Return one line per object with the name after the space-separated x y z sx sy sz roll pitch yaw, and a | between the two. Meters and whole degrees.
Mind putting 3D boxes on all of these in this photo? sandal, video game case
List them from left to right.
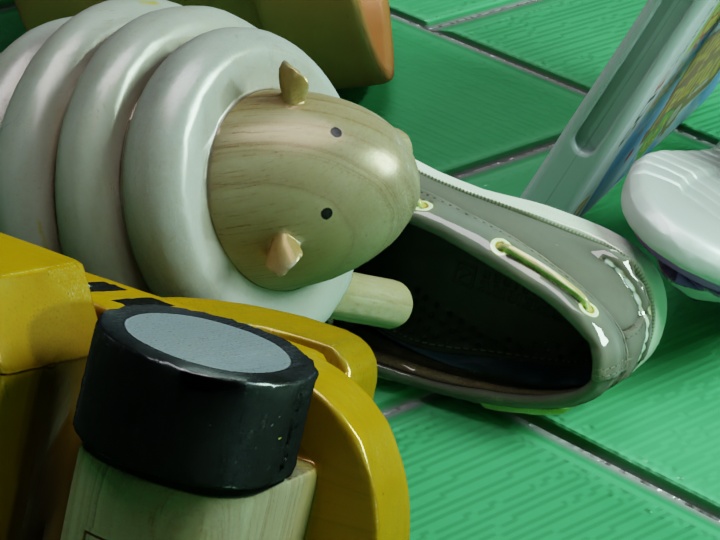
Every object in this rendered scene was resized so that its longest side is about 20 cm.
0.140 -0.109 1.106 0.022 0.183 0.200 37 32 8 | video game case
0.139 -0.007 1.036 0.082 0.050 0.202 32 18 15 | sandal

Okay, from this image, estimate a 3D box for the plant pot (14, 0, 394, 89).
-0.073 -0.163 1.184 0.139 0.201 0.200 -10 24 5 | plant pot

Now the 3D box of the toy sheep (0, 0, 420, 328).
-0.067 -0.019 0.888 0.199 0.139 0.138 -9 13 37 | toy sheep

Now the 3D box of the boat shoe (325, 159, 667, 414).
0.001 -0.003 0.967 0.200 0.073 0.060 16 21 14 | boat shoe

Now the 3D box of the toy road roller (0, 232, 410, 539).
-0.081 0.053 0.780 0.199 0.124 0.146 18 14 21 | toy road roller
